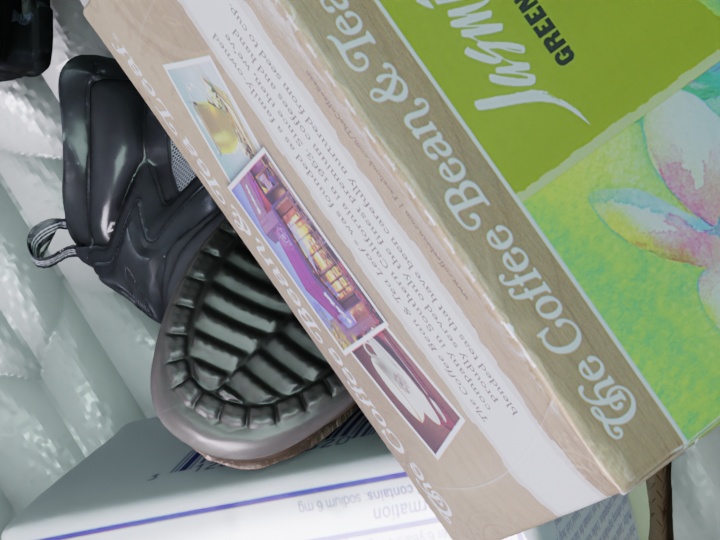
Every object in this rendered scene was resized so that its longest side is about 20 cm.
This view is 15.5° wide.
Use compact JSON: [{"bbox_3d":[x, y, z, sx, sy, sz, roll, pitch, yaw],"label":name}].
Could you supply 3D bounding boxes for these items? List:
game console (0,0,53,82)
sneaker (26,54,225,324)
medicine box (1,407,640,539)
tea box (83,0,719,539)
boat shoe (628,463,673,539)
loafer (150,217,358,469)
[{"bbox_3d":[-0.169,-0.170,0.924,0.175,0.116,0.201,-5,83,40],"label":"game console"},{"bbox_3d":[-0.042,-0.067,0.965,0.113,0.076,0.201,22,68,22],"label":"sneaker"},{"bbox_3d":[0.005,0.145,0.881,0.181,0.103,0.201,-12,102,22],"label":"medicine box"},{"bbox_3d":[0.063,-0.060,0.750,0.196,0.134,0.200,-36,89,-21],"label":"tea box"},{"bbox_3d":[0.074,0.100,0.947,0.074,0.075,0.204,-2,85,8],"label":"boat shoe"},{"bbox_3d":[0.000,0.000,0.874,0.073,0.071,0.200,31,52,13],"label":"loafer"}]
